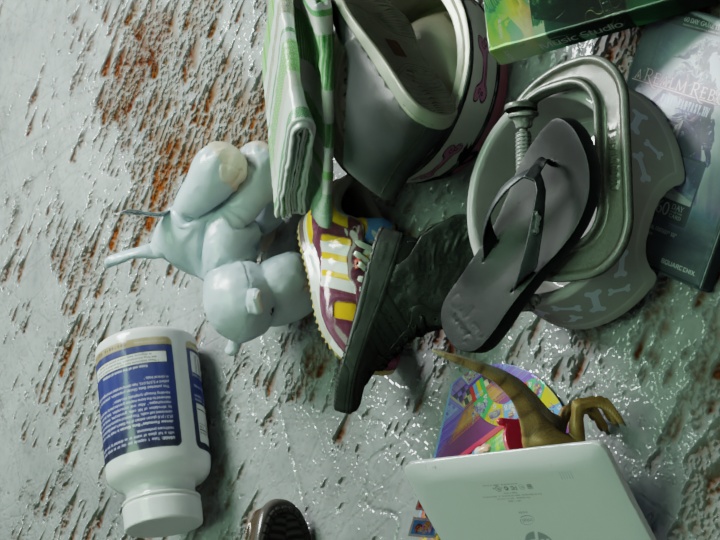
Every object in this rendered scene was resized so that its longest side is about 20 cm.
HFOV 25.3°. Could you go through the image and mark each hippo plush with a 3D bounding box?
[{"bbox_3d":[-0.118,-0.020,1.553,0.162,0.198,0.160,58,146,29],"label":"hippo plush"}]

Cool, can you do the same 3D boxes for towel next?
[{"bbox_3d":[-0.066,-0.168,1.478,0.150,0.030,0.202,106,161,-56],"label":"towel"},{"bbox_3d":[-0.043,-0.157,1.470,0.153,0.023,0.202,-118,28,-69],"label":"towel"}]

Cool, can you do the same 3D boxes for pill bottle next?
[{"bbox_3d":[-0.214,0.170,1.668,0.111,0.110,0.202,-30,59,41],"label":"pill bottle"}]

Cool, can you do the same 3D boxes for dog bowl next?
[{"bbox_3d":[0.053,-0.171,1.461,0.199,0.073,0.203,-14,71,46],"label":"dog bowl"},{"bbox_3d":[0.165,-0.056,1.290,0.199,0.058,0.203,-14,71,48],"label":"dog bowl"}]

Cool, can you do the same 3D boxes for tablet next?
[{"bbox_3d":[0.135,0.195,1.257,0.199,0.014,0.131,-12,115,42],"label":"tablet"}]

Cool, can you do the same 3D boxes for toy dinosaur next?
[{"bbox_3d":[0.145,0.127,1.244,0.060,0.106,0.202,32,148,64],"label":"toy dinosaur"}]

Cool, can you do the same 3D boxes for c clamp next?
[{"bbox_3d":[0.144,-0.065,1.251,0.170,0.027,0.203,-4,80,49],"label":"c clamp"}]

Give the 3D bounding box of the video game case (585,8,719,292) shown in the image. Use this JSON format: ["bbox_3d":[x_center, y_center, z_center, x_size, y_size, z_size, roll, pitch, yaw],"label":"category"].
[{"bbox_3d":[0.252,-0.100,1.257,0.142,0.019,0.202,27,103,49],"label":"video game case"}]

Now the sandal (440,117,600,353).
[{"bbox_3d":[0.120,-0.022,1.224,0.076,0.043,0.201,42,113,39],"label":"sandal"}]

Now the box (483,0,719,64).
[{"bbox_3d":[0.191,-0.260,1.291,0.198,0.036,0.146,-14,68,24],"label":"box"}]

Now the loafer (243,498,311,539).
[{"bbox_3d":[-0.097,0.318,1.526,0.071,0.073,0.202,-1,81,48],"label":"loafer"}]

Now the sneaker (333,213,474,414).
[{"bbox_3d":[0.047,0.038,1.405,0.060,0.103,0.202,-92,17,-87],"label":"sneaker"}]

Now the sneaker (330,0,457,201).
[{"bbox_3d":[0.004,-0.161,1.404,0.107,0.074,0.201,-56,42,32],"label":"sneaker"}]

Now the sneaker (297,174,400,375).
[{"bbox_3d":[0.000,0.000,1.484,0.090,0.074,0.201,-49,49,37],"label":"sneaker"}]

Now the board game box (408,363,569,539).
[{"bbox_3d":[0.100,0.178,1.353,0.157,0.039,0.202,18,96,50],"label":"board game box"}]
